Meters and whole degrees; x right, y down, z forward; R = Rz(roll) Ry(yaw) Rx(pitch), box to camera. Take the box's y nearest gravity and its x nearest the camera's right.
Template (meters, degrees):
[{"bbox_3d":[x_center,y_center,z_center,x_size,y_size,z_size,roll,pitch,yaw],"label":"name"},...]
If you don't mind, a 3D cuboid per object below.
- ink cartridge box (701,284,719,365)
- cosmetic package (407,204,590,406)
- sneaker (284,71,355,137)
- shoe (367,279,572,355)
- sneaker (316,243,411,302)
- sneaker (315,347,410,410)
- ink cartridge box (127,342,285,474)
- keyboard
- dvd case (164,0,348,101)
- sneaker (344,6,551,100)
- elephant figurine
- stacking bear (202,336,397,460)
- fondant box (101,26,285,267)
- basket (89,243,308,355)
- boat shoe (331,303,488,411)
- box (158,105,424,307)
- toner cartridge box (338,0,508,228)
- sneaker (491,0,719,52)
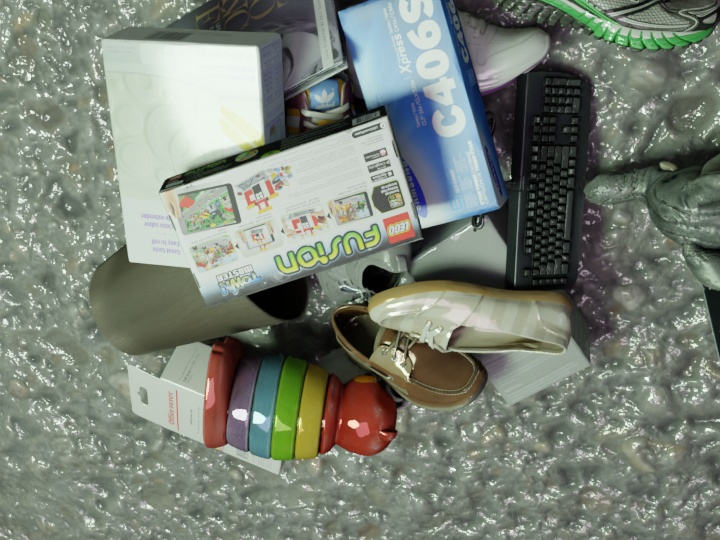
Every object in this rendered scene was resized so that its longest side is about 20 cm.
[{"bbox_3d":[0.412,0.035,0.807,0.196,0.201,0.044,-27,114,25],"label":"ink cartridge box"},{"bbox_3d":[0.143,0.026,0.937,0.106,0.091,0.202,-28,106,25],"label":"cosmetic package"},{"bbox_3d":[-0.035,-0.120,0.820,0.073,0.204,0.091,-10,152,-11],"label":"sneaker"},{"bbox_3d":[0.103,0.048,0.860,0.195,0.055,0.070,2,154,3],"label":"shoe"},{"bbox_3d":[0.000,0.000,0.914,0.073,0.084,0.200,-3,160,-15],"label":"sneaker"},{"bbox_3d":[0.005,0.132,1.031,0.198,0.081,0.077,-27,114,30],"label":"sneaker"},{"bbox_3d":[-0.169,0.151,1.069,0.196,0.068,0.118,21,141,6],"label":"ink cartridge box"},{"bbox_3d":[0.155,-0.081,0.849,0.124,0.021,0.205,-1,100,-14],"label":"keyboard"},{"bbox_3d":[-0.105,-0.206,0.840,0.197,0.152,0.016,-22,150,24],"label":"dvd case"},{"bbox_3d":[0.072,-0.209,0.824,0.195,0.075,0.102,-3,119,15],"label":"sneaker"},{"bbox_3d":[0.320,-0.054,0.792,0.196,0.155,0.145,-15,81,-2],"label":"elephant figurine"},{"bbox_3d":[-0.057,0.143,0.949,0.195,0.121,0.117,8,90,1],"label":"stacking bear"},{"bbox_3d":[-0.140,-0.104,0.799,0.141,0.058,0.204,5,116,13],"label":"fondant box"},{"bbox_3d":[-0.185,0.008,0.979,0.197,0.138,0.181,-21,126,27],"label":"basket"},{"bbox_3d":[0.041,0.085,0.937,0.198,0.077,0.072,16,159,42],"label":"boat shoe"},{"bbox_3d":[-0.056,-0.051,0.756,0.196,0.035,0.112,-17,114,6],"label":"box"},{"bbox_3d":[0.057,-0.144,0.799,0.093,0.043,0.204,-12,104,26],"label":"toner cartridge box"},{"bbox_3d":[0.211,-0.243,0.771,0.196,0.078,0.087,17,121,4],"label":"sneaker"}]
